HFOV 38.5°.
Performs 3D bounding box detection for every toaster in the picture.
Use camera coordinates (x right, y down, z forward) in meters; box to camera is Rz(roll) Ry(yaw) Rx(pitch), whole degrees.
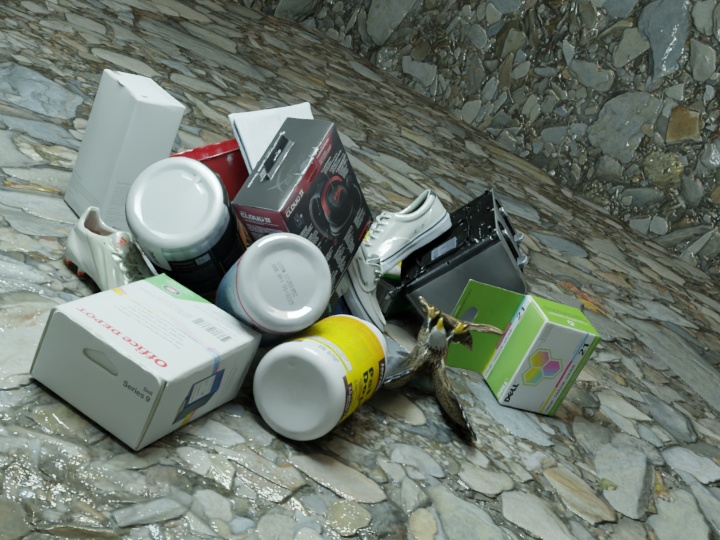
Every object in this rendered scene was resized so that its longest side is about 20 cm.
[{"bbox_3d":[0.151,-0.006,1.554,0.119,0.199,0.181,53,18,-19],"label":"toaster"}]

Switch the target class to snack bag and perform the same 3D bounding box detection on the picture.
[{"bbox_3d":[-0.091,-0.142,1.457,0.199,0.021,0.190,-23,92,-57],"label":"snack bag"}]

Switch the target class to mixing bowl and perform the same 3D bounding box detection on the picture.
[{"bbox_3d":[-0.225,-0.122,1.525,0.198,0.110,0.200,-14,15,4],"label":"mixing bowl"}]

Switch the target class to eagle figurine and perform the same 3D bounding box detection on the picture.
[{"bbox_3d":[0.090,0.127,1.353,0.150,0.152,0.201,-9,40,28],"label":"eagle figurine"}]

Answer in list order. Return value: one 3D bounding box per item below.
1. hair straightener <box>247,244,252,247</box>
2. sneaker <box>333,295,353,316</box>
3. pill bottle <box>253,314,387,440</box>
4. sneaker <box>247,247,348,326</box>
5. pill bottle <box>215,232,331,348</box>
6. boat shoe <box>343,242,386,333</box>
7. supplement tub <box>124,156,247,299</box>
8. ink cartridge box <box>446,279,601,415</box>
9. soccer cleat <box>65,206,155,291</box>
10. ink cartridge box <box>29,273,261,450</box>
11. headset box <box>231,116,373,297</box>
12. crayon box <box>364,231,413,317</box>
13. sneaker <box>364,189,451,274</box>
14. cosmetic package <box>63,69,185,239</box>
[{"bbox_3d":[-0.094,-0.016,1.525,0.198,0.041,0.077,24,-23,-7],"label":"hair straightener"},{"bbox_3d":[-0.078,0.025,1.455,0.200,0.082,0.074,47,3,6],"label":"sneaker"},{"bbox_3d":[-0.036,0.115,1.190,0.109,0.110,0.200,30,19,13],"label":"pill bottle"},{"bbox_3d":[-0.120,0.029,1.371,0.198,0.092,0.078,9,-27,14],"label":"sneaker"},{"bbox_3d":[-0.109,0.031,1.204,0.108,0.110,0.200,21,-18,-14],"label":"pill bottle"},{"bbox_3d":[0.000,0.000,1.426,0.074,0.066,0.201,-94,159,-71],"label":"boat shoe"},{"bbox_3d":[-0.206,-0.043,1.264,0.122,0.123,0.200,30,-17,14],"label":"supplement tub"},{"bbox_3d":[0.217,0.113,1.471,0.198,0.149,0.076,15,25,-27],"label":"ink cartridge box"},{"bbox_3d":[-0.283,-0.002,1.231,0.199,0.078,0.069,36,21,27],"label":"soccer cleat"},{"bbox_3d":[-0.217,0.087,1.067,0.144,0.088,0.200,30,17,14],"label":"ink cartridge box"},{"bbox_3d":[-0.069,-0.079,1.272,0.074,0.149,0.201,11,-33,28],"label":"headset box"},{"bbox_3d":[0.007,-0.010,1.665,0.199,0.059,0.172,33,20,19],"label":"crayon box"},{"bbox_3d":[0.040,-0.049,1.518,0.071,0.199,0.073,60,-19,-15],"label":"sneaker"},{"bbox_3d":[-0.323,-0.158,1.405,0.081,0.201,0.113,6,27,-44],"label":"cosmetic package"}]
